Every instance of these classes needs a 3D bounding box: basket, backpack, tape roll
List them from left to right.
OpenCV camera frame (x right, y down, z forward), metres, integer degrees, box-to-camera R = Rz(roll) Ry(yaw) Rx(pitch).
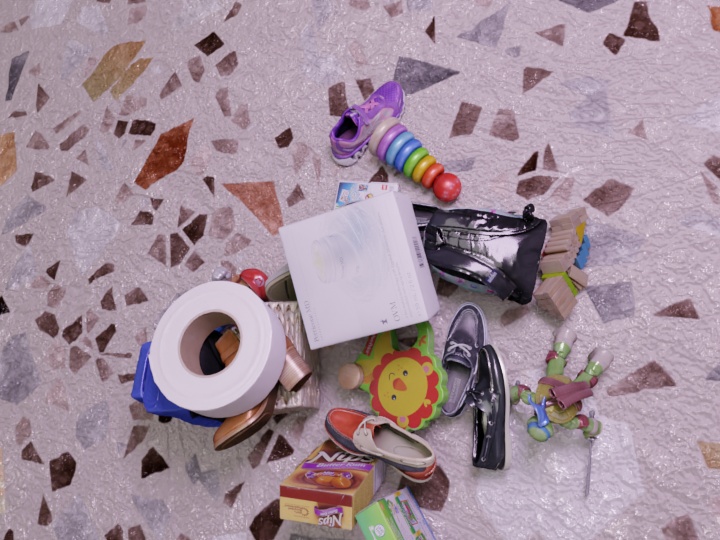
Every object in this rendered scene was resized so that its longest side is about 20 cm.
[{"bbox_3d":[-0.295,0.194,1.009,0.166,0.200,0.164,0,68,22],"label":"backpack"},{"bbox_3d":[-0.220,0.122,0.863,0.200,0.071,0.205,-4,67,11],"label":"tape roll"},{"bbox_3d":[-0.144,0.161,1.008,0.122,0.136,0.202,-5,74,11],"label":"basket"},{"bbox_3d":[0.203,-0.031,0.954,0.198,0.127,0.169,12,77,12],"label":"backpack"}]

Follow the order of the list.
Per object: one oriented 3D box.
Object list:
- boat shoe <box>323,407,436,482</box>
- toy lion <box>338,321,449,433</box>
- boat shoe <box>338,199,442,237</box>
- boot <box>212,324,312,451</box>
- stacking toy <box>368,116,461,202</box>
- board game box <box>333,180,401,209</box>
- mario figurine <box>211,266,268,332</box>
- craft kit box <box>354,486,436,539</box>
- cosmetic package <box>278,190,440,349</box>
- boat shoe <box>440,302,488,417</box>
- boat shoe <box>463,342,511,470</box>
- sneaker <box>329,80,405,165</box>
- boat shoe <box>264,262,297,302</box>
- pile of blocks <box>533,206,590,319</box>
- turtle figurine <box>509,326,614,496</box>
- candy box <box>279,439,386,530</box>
[{"bbox_3d":[0.029,0.266,0.884,0.199,0.063,0.071,22,53,22],"label":"boat shoe"},{"bbox_3d":[0.068,0.164,0.950,0.190,0.068,0.202,19,88,34],"label":"toy lion"},{"bbox_3d":[0.053,-0.100,1.012,0.197,0.068,0.074,8,69,-7],"label":"boat shoe"},{"bbox_3d":[-0.194,0.177,0.909,0.200,0.074,0.155,-42,72,-13],"label":"boot"},{"bbox_3d":[0.112,-0.205,1.064,0.200,0.085,0.086,41,89,16],"label":"stacking toy"},{"bbox_3d":[0.002,-0.073,1.078,0.125,0.035,0.202,6,77,18],"label":"board game box"},{"bbox_3d":[-0.258,0.074,1.075,0.200,0.123,0.106,-39,55,8],"label":"mario figurine"},{"bbox_3d":[0.083,0.434,0.828,0.048,0.198,0.201,-32,68,5],"label":"craft kit box"},{"bbox_3d":[0.000,0.000,0.894,0.198,0.123,0.201,-16,89,18],"label":"cosmetic package"},{"bbox_3d":[0.169,0.149,0.949,0.071,0.068,0.202,14,80,20],"label":"boat shoe"},{"bbox_3d":[0.198,0.220,0.896,0.065,0.074,0.202,-3,90,-8],"label":"boat shoe"},{"bbox_3d":[0.010,-0.304,1.112,0.200,0.088,0.080,-47,66,-1],"label":"sneaker"},{"bbox_3d":[-0.089,-0.010,1.024,0.199,0.075,0.069,-26,48,-14],"label":"boat shoe"},{"bbox_3d":[0.344,-0.012,0.954,0.062,0.082,0.202,-9,54,59],"label":"pile of blocks"},{"bbox_3d":[0.311,0.205,0.888,0.143,0.201,0.194,10,52,47],"label":"turtle figurine"},{"bbox_3d":[-0.037,0.334,0.888,0.115,0.200,0.057,1,91,16],"label":"candy box"}]
